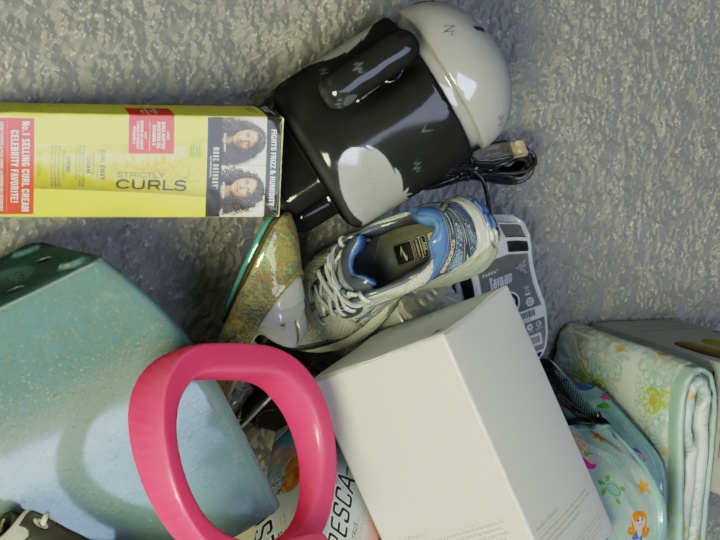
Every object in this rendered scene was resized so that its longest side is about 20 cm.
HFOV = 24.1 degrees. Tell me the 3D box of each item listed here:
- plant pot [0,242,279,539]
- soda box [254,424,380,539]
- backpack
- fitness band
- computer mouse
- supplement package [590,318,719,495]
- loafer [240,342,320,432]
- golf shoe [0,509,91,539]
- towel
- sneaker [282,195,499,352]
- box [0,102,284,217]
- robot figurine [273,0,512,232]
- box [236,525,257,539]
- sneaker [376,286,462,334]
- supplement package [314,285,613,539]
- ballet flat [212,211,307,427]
[{"bbox_3d":[-0.204,0.095,1.111,0.195,0.196,0.201,-27,110,-27],"label":"plant pot"},{"bbox_3d":[-0.032,0.193,1.192,0.068,0.063,0.201,41,36,-26],"label":"soda box"},{"bbox_3d":[0.158,0.190,1.359,0.150,0.200,0.178,1,122,-32],"label":"backpack"},{"bbox_3d":[-0.074,0.117,1.054,0.200,0.037,0.145,7,67,-60],"label":"fitness band"},{"bbox_3d":[0.105,-0.008,1.392,0.109,0.044,0.201,-18,109,-24],"label":"computer mouse"},{"bbox_3d":[0.300,0.116,1.460,0.113,0.200,0.110,-2,102,-35],"label":"supplement package"},{"bbox_3d":[-0.021,0.131,1.325,0.200,0.073,0.072,37,87,-29],"label":"loafer"},{"bbox_3d":[-0.171,0.179,0.988,0.199,0.077,0.089,-2,77,-36],"label":"golf shoe"},{"bbox_3d":[0.223,0.159,1.434,0.048,0.171,0.201,-5,104,-36],"label":"towel"},{"bbox_3d":[0.000,0.000,1.241,0.085,0.199,0.077,0,63,-59],"label":"sneaker"},{"bbox_3d":[-0.155,-0.076,1.152,0.199,0.050,0.076,1,103,-16],"label":"box"},{"bbox_3d":[0.014,-0.113,1.238,0.199,0.150,0.125,-32,110,0],"label":"robot figurine"},{"bbox_3d":[-0.048,0.292,1.310,0.200,0.109,0.128,42,77,-35],"label":"box"},{"bbox_3d":[0.046,0.061,1.319,0.076,0.080,0.201,-16,70,-49],"label":"sneaker"},{"bbox_3d":[0.076,0.133,1.212,0.120,0.121,0.201,-32,99,-57],"label":"supplement package"},{"bbox_3d":[-0.077,0.052,1.225,0.070,0.071,0.201,12,116,-36],"label":"ballet flat"}]
